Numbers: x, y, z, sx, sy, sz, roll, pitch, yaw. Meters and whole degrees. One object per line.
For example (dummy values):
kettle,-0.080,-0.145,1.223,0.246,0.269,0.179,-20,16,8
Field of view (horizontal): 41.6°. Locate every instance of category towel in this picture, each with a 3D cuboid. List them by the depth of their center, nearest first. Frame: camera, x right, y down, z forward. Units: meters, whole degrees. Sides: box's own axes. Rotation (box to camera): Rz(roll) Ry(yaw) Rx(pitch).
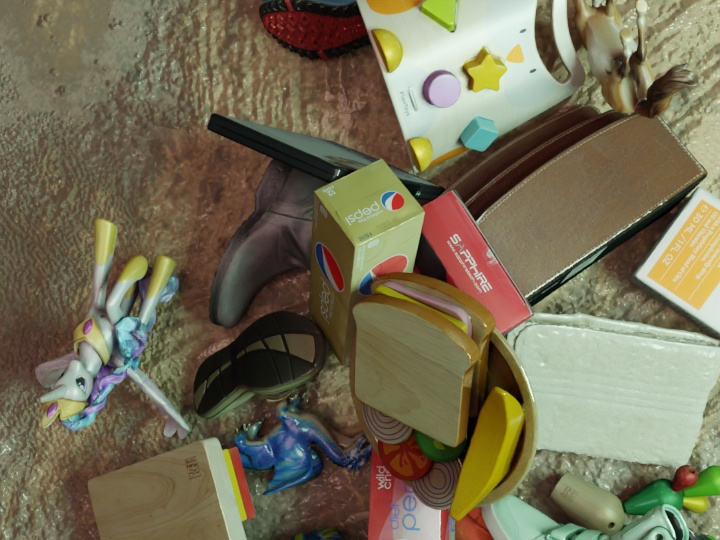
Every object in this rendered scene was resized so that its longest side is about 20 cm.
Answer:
towel,0.215,0.108,0.853,0.200,0.034,0.133,9,113,-3

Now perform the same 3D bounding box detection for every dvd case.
dvd case,-0.024,-0.100,0.862,0.143,0.200,0.018,26,102,28

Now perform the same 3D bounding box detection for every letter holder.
letter holder,0.176,-0.072,0.854,0.200,0.101,0.142,-33,78,-8

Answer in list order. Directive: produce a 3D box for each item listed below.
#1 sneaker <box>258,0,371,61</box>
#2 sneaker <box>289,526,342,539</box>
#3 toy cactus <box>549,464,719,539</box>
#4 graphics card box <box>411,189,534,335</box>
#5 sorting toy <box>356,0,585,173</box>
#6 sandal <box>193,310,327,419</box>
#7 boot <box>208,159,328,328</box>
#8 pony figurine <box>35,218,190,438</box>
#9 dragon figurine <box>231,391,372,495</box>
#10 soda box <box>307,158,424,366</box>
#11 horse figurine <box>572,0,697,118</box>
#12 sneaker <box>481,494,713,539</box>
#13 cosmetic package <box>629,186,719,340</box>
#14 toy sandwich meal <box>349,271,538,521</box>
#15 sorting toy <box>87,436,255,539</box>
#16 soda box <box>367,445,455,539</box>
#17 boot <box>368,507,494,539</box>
sneaker,-0.005,-0.273,0.959,0.200,0.079,0.096,1,51,25
sneaker,-0.027,0.297,0.858,0.071,0.200,0.083,-18,95,-6
toy cactus,0.244,0.247,0.855,0.165,0.102,0.200,33,103,23
graphics card box,0.069,0.025,0.850,0.051,0.200,0.126,-29,81,-20
sorting toy,0.108,-0.193,0.861,0.180,0.107,0.200,-20,118,4
sandal,-0.095,0.096,0.928,0.201,0.057,0.080,-27,52,45
boot,-0.061,-0.012,0.949,0.132,0.070,0.200,26,97,8
pony figurine,-0.246,0.076,0.939,0.166,0.193,0.200,12,70,10
dragon figurine,-0.075,0.188,0.941,0.200,0.059,0.099,-31,80,8
soda box,0.000,0.000,0.813,0.068,0.200,0.064,-27,63,-20
horse figurine,0.223,-0.196,0.820,0.050,0.133,0.200,-20,53,4
sneaker,0.204,0.222,0.793,0.200,0.074,0.118,34,110,26
cosmetic package,0.355,0.024,0.846,0.200,0.071,0.101,35,94,12
toy sandwich meal,0.052,0.105,0.755,0.205,0.070,0.205,14,113,37
sorting toy,-0.160,0.274,0.917,0.200,0.070,0.199,-25,78,39
soda box,0.047,0.230,0.844,0.070,0.063,0.200,-3,75,18
boot,0.117,0.226,0.890,0.200,0.075,0.107,26,88,14
